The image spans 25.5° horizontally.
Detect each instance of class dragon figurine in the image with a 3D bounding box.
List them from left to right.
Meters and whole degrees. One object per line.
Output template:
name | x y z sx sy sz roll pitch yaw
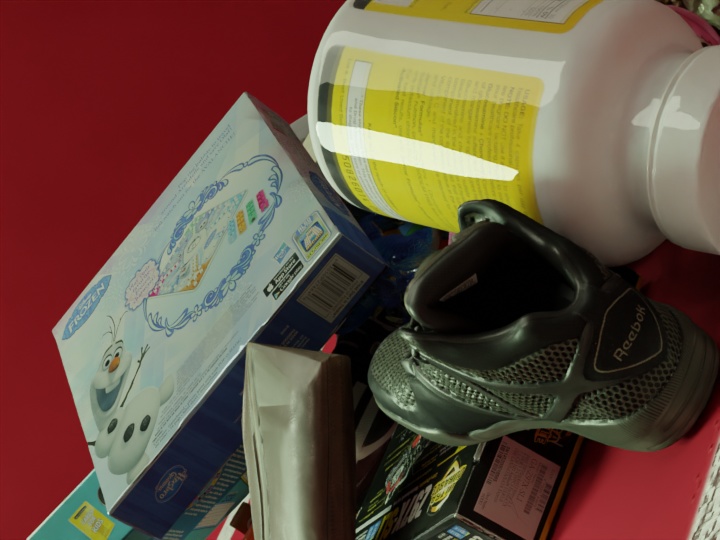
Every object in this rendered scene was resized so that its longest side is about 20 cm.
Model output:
dragon figurine | 0.000 0.000 0.934 0.099 0.060 0.199 -21 22 -36

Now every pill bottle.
pill bottle | 0.080 -0.064 0.684 0.199 0.112 0.113 16 70 41

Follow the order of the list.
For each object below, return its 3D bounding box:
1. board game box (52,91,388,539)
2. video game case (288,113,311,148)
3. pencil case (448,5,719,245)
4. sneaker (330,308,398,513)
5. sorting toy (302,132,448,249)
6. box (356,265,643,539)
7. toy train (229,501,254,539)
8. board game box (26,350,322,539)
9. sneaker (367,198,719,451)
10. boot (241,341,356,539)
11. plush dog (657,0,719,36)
board game box | -0.090 0.019 0.923 0.200 0.043 0.199 -49 33 10
video game case | 0.020 -0.073 1.121 0.199 0.022 0.183 -33 -32 -8
pencil case | 0.118 -0.050 0.819 0.087 0.082 0.200 -59 4 -34
sneaker | 0.005 0.080 1.017 0.200 0.075 0.116 -51 -18 -51
sorting toy | 0.049 -0.059 1.082 0.197 0.070 0.201 -2 -46 -44
box | 0.058 0.090 0.818 0.161 0.049 0.200 -66 8 -29
toy train | -0.092 0.238 1.103 0.201 0.055 0.150 -62 -17 -2
board game box | -0.103 0.120 1.021 0.200 0.047 0.151 -46 -16 0
sneaker | 0.047 0.022 0.671 0.199 0.114 0.077 -2 54 60
boot | -0.043 0.142 0.825 0.186 0.064 0.202 -26 72 57
plush dog | 0.192 -0.225 0.864 0.201 0.159 0.172 -60 -18 -4
